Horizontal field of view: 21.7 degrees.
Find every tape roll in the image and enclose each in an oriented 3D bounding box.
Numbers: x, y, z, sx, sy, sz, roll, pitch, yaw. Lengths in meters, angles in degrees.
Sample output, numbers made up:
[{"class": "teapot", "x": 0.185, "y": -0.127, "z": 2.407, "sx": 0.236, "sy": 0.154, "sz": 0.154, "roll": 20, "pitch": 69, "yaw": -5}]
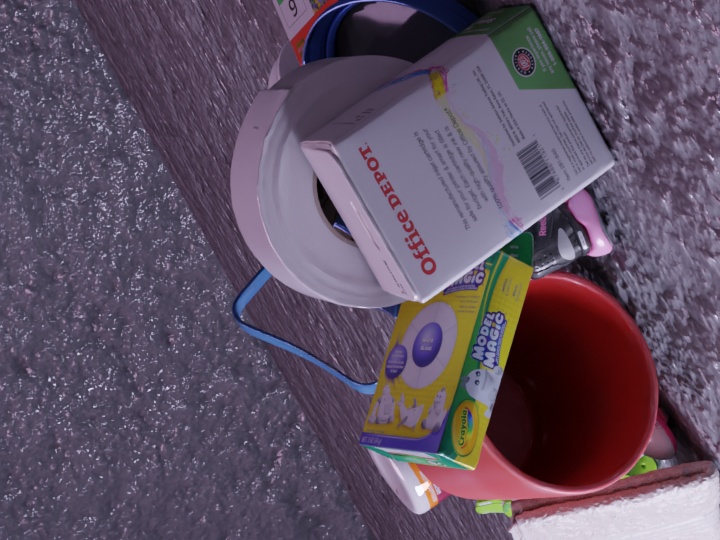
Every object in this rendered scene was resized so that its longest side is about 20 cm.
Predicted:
[{"class": "tape roll", "x": -0.002, "y": -0.073, "z": 1.511, "sx": 0.203, "sy": 0.202, "sz": 0.071, "roll": 59, "pitch": 164, "yaw": -16}]

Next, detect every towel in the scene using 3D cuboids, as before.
[{"class": "towel", "x": 0.237, "y": 0.235, "z": 1.728, "sx": 0.133, "sy": 0.198, "sz": 0.035, "roll": 70, "pitch": -172, "yaw": -53}]

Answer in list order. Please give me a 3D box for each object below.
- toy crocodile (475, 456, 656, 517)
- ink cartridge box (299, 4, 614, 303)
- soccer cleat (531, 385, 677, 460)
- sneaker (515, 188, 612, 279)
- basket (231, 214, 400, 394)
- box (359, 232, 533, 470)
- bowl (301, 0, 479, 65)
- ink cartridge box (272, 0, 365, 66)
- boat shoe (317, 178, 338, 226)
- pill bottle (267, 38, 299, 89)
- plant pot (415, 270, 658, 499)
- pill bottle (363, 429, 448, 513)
[{"class": "toy crocodile", "x": 0.203, "y": 0.212, "z": 1.894, "sx": 0.062, "sy": 0.199, "sz": 0.068, "roll": 46, "pitch": -142, "yaw": -35}, {"class": "ink cartridge box", "x": 0.074, "y": -0.091, "z": 1.456, "sx": 0.145, "sy": 0.199, "sz": 0.084, "roll": 59, "pitch": 165, "yaw": -15}, {"class": "soccer cleat", "x": 0.216, "y": 0.126, "z": 1.771, "sx": 0.200, "sy": 0.086, "sz": 0.070, "roll": 46, "pitch": 165, "yaw": 42}, {"class": "sneaker", "x": 0.135, "y": -0.042, "z": 1.626, "sx": 0.079, "sy": 0.095, "sz": 0.200, "roll": 59, "pitch": 171, "yaw": -22}, {"class": "basket", "x": 0.000, "y": 0.000, "z": 1.684, "sx": 0.176, "sy": 0.201, "sz": 0.139, "roll": 25, "pitch": 162, "yaw": 29}, {"class": "box", "x": 0.074, "y": 0.059, "z": 1.544, "sx": 0.048, "sy": 0.201, "sz": 0.117, "roll": 26, "pitch": 165, "yaw": -30}, {"class": "bowl", "x": 0.046, "y": -0.155, "z": 1.590, "sx": 0.199, "sy": 0.039, "sz": 0.202, "roll": 20, "pitch": 139, "yaw": 19}, {"class": "ink cartridge box", "x": -0.023, "y": -0.236, "z": 1.649, "sx": 0.109, "sy": 0.050, "sz": 0.201, "roll": -38, "pitch": 70, "yaw": 50}, {"class": "boat shoe", "x": -0.050, "y": -0.084, "z": 1.615, "sx": 0.200, "sy": 0.071, "sz": 0.065, "roll": -74, "pitch": -31, "yaw": -60}, {"class": "pill bottle", "x": -0.044, "y": -0.179, "z": 1.972, "sx": 0.110, "sy": 0.109, "sz": 0.200, "roll": 54, "pitch": 169, "yaw": 10}, {"class": "plant pot", "x": 0.135, "y": 0.118, "z": 1.672, "sx": 0.201, "sy": 0.200, "sz": 0.177, "roll": 56, "pitch": 149, "yaw": -1}, {"class": "pill bottle", "x": 0.111, "y": 0.158, "z": 1.981, "sx": 0.110, "sy": 0.199, "sz": 0.110, "roll": 53, "pitch": 169, "yaw": 15}]
